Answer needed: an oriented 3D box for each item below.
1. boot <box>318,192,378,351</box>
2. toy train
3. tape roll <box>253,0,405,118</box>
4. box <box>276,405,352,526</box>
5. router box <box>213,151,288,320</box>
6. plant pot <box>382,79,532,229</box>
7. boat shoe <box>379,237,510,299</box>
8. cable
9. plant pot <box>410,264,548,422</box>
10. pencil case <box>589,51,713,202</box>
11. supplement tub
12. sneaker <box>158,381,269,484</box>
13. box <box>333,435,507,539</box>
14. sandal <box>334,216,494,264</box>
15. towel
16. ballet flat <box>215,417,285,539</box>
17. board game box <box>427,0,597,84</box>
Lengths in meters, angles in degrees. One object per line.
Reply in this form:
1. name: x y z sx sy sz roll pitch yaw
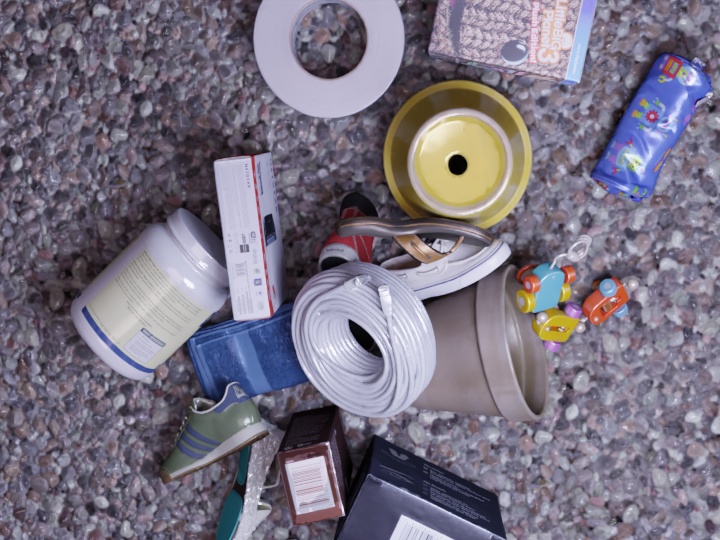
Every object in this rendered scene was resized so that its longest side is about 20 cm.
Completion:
1. boot: 0.000 0.000 1.603 0.072 0.145 0.201 3 135 15
2. toy train: 0.272 0.022 1.554 0.150 0.200 0.056 -42 48 3
3. tape roll: -0.039 -0.302 1.568 0.198 0.066 0.203 1 98 4
4. box: -0.057 0.253 1.572 0.074 0.200 0.101 -12 97 3
5. router box: -0.139 -0.050 1.549 0.048 0.180 0.203 -6 98 5
6. plant pot: 0.123 -0.141 1.517 0.198 0.189 0.203 1 98 4
7. boat shoe: 0.103 -0.014 1.555 0.199 0.071 0.070 -19 110 44
8. cable: 0.002 0.086 1.495 0.198 0.069 0.202 -5 113 42
9. plant pot: 0.138 0.109 1.562 0.172 0.200 0.202 -13 97 21
10. pencil case: 0.381 -0.185 1.550 0.086 0.078 0.201 33 100 22
11. supplement tub: -0.269 0.030 1.584 0.200 0.145 0.145 -43 93 7
12. sneaker: -0.212 0.218 1.629 0.199 0.067 0.091 -30 80 34
13. box: 0.078 0.331 1.574 0.195 0.200 0.118 26 98 0
14. sandal: 0.065 -0.036 1.481 0.197 0.082 0.055 3 85 -1
15. towel: -0.133 0.112 1.619 0.198 0.049 0.113 -17 97 16
16. ballet flat: -0.146 0.305 1.655 0.071 0.072 0.202 15 98 1
17. board game box: 0.197 -0.337 1.533 0.197 0.097 0.161 11 98 2
